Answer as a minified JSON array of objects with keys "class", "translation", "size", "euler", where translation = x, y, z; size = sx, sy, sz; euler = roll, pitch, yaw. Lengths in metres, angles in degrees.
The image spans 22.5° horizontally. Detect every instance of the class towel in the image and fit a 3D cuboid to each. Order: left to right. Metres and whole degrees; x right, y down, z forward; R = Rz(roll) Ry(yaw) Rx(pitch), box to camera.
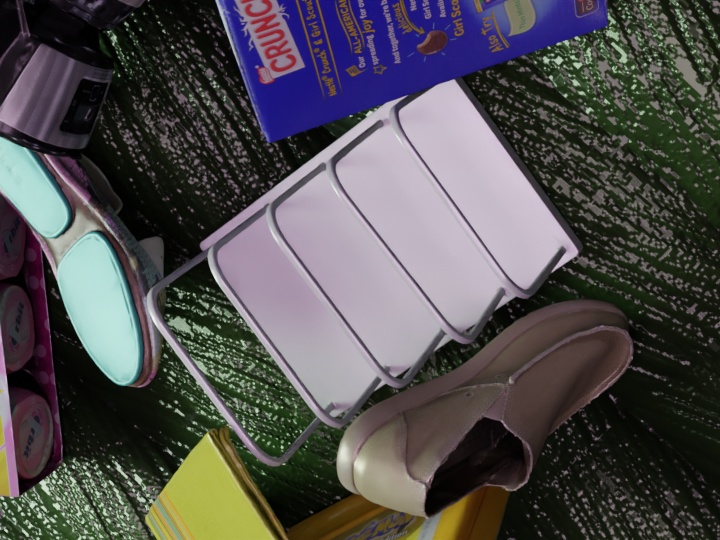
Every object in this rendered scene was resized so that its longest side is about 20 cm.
[{"class":"towel","translation":[-0.087,0.159,1.109],"size":[0.086,0.018,0.200],"euler":[56,154,9]}]

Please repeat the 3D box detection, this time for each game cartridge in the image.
[{"class":"game cartridge","translation":[0.004,0.173,1.057],"size":[0.176,0.200,0.032],"euler":[-31,104,23]}]

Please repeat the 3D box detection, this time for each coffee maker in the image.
[{"class":"coffee maker","translation":[-0.194,-0.192,1.047],"size":[0.192,0.135,0.200],"euler":[39,101,32]}]

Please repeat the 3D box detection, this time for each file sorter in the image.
[{"class":"file sorter","translation":[0.000,0.000,1.049],"size":[0.200,0.125,0.139],"euler":[-35,93,23]}]

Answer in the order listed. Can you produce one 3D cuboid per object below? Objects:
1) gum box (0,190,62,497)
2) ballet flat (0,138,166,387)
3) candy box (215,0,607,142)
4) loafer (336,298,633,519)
[{"class":"gum box","translation":[-0.267,0.040,1.179],"size":[0.113,0.066,0.200],"euler":[2,106,18]},{"class":"ballet flat","translation":[-0.166,-0.023,1.123],"size":[0.069,0.071,0.200],"euler":[-39,81,35]},{"class":"candy box","translation":[0.018,-0.175,0.938],"size":[0.200,0.077,0.169],"euler":[-19,141,-3]},{"class":"loafer","translation":[0.082,0.085,1.023],"size":[0.068,0.200,0.076],"euler":[44,152,38]}]
